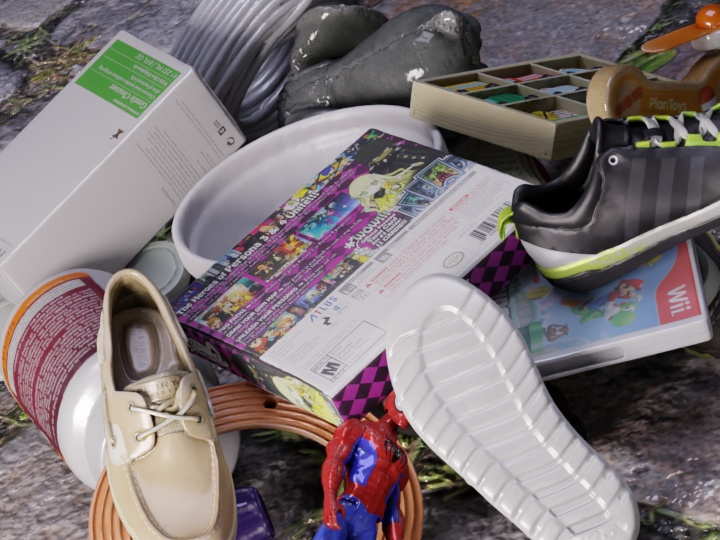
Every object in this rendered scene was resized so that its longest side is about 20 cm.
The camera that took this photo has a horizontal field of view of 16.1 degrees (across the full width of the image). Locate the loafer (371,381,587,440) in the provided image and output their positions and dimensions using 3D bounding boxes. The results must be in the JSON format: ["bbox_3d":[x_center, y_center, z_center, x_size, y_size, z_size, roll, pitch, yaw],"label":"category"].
[{"bbox_3d":[0.064,0.065,1.590,0.073,0.071,0.200,-37,32,-26],"label":"loafer"}]

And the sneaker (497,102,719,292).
[{"bbox_3d":[0.172,-0.061,1.493,0.200,0.083,0.072,-33,26,13],"label":"sneaker"}]

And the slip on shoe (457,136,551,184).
[{"bbox_3d":[0.115,-0.021,1.712,0.074,0.061,0.200,-39,37,18],"label":"slip on shoe"}]

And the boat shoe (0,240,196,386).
[{"bbox_3d":[-0.200,0.045,1.832,0.200,0.060,0.076,-19,52,19],"label":"boat shoe"}]

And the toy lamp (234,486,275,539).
[{"bbox_3d":[-0.149,0.186,1.554,0.200,0.058,0.058,-23,28,-1],"label":"toy lamp"}]

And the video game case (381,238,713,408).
[{"bbox_3d":[0.108,0.018,1.550,0.199,0.017,0.143,-14,35,9],"label":"video game case"}]

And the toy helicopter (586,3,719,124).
[{"bbox_3d":[0.219,-0.117,1.659,0.079,0.133,0.200,8,5,44],"label":"toy helicopter"}]

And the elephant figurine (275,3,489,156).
[{"bbox_3d":[-0.005,-0.125,1.888,0.199,0.156,0.142,-7,21,10],"label":"elephant figurine"}]

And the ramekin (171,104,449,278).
[{"bbox_3d":[-0.021,-0.019,1.761,0.200,0.105,0.200,-17,29,10],"label":"ramekin"}]

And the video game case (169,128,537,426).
[{"bbox_3d":[0.000,0.000,1.583,0.200,0.036,0.181,-42,38,-22],"label":"video game case"}]

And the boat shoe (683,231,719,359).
[{"bbox_3d":[0.194,-0.004,1.630,0.072,0.061,0.201,-43,26,10],"label":"boat shoe"}]

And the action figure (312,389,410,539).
[{"bbox_3d":[-0.005,0.152,1.448,0.052,0.065,0.200,-18,42,47],"label":"action figure"}]

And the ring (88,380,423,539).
[{"bbox_3d":[-0.062,0.149,1.517,0.200,0.019,0.201,-1,51,1],"label":"ring"}]

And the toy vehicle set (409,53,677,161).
[{"bbox_3d":[0.144,-0.116,1.775,0.124,0.027,0.200,20,21,36],"label":"toy vehicle set"}]

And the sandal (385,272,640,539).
[{"bbox_3d":[0.084,0.093,1.467,0.082,0.050,0.203,-36,72,3],"label":"sandal"}]

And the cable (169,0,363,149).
[{"bbox_3d":[-0.080,-0.164,1.964,0.069,0.200,0.200,39,67,17],"label":"cable"}]

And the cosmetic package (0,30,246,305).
[{"bbox_3d":[-0.193,-0.063,1.815,0.200,0.085,0.108,-47,41,-13],"label":"cosmetic package"}]

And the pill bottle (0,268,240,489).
[{"bbox_3d":[-0.158,0.082,1.679,0.114,0.114,0.200,-30,28,-13],"label":"pill bottle"}]

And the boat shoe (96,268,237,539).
[{"bbox_3d":[-0.121,0.087,1.516,0.072,0.065,0.200,-12,52,-7],"label":"boat shoe"}]
